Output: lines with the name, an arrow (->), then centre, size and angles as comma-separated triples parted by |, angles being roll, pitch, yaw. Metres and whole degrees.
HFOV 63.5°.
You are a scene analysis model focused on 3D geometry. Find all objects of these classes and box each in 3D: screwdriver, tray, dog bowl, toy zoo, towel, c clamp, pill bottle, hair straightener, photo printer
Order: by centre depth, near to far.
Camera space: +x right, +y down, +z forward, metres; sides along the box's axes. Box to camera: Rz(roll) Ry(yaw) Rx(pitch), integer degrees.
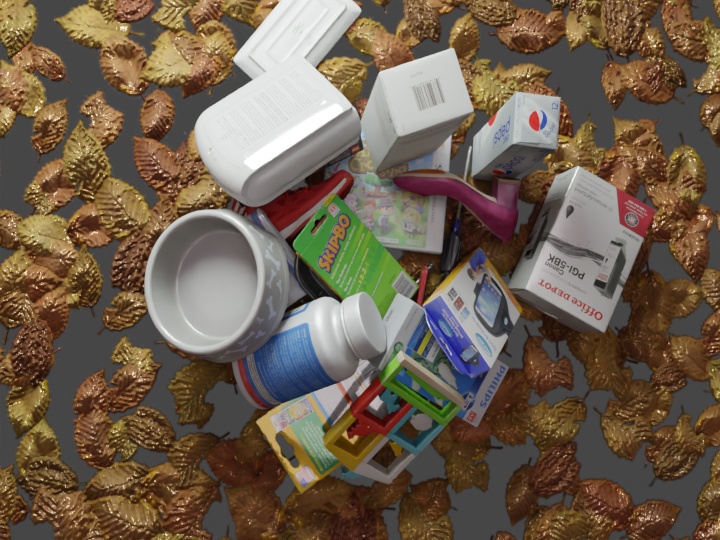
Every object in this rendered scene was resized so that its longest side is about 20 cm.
dog bowl -> -0.192, 0.016, 0.753 | 0.193, 0.059, 0.208 | -2, 83, 15
photo printer -> -0.118, -0.184, 0.773 | 0.197, 0.070, 0.167 | -36, 57, -11
pill bottle -> -0.067, 0.105, 0.788 | 0.195, 0.112, 0.116 | -22, 89, 20
toy zoo -> 0.037, 0.219, 0.805 | 0.130, 0.021, 0.201 | 36, 104, -25
towel -> -0.175, 0.023, 0.823 | 0.197, 0.024, 0.149 | -33, 113, 8
c clamp -> 0.000, 0.000, 0.853 | 0.199, 0.027, 0.173 | 41, 77, -26
hair straightener -> 0.110, 0.102, 0.878 | 0.074, 0.041, 0.208 | 11, 90, -4
tray -> -0.096, -0.366, 0.893 | 0.107, 0.022, 0.202 | 39, 85, -3
screwdriver -> 0.157, -0.094, 0.908 | 0.029, 0.028, 0.207 | 22, 78, -33

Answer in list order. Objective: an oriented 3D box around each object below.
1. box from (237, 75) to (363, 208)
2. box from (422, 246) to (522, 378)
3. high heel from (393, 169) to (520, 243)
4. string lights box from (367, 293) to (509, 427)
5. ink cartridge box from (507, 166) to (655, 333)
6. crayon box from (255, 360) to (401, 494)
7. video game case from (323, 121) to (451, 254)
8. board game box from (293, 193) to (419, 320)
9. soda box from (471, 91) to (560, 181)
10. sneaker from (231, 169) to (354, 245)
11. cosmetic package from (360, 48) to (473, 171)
box -> -0.109, -0.191, 0.843 | 0.195, 0.040, 0.139 | -26, 58, -5
box -> 0.161, 0.058, 0.824 | 0.041, 0.200, 0.121 | -34, 93, 35
high heel -> 0.142, -0.097, 0.872 | 0.192, 0.068, 0.099 | 3, 108, -6
string lights box -> 0.111, 0.131, 0.839 | 0.197, 0.059, 0.105 | 33, 87, -24
ink cartridge box -> 0.334, -0.028, 0.886 | 0.143, 0.083, 0.205 | 26, 85, -4
crayon box -> -0.041, 0.209, 0.859 | 0.197, 0.052, 0.128 | -35, 91, -6
video game case -> 0.039, -0.129, 0.895 | 0.192, 0.022, 0.189 | 6, 87, -5
board game box -> -0.006, -0.005, 0.819 | 0.096, 0.030, 0.200 | -51, 119, -14
soda box -> 0.213, -0.182, 0.823 | 0.061, 0.200, 0.071 | 5, 87, -4
sneaker -> -0.111, -0.107, 0.842 | 0.198, 0.078, 0.117 | -38, 89, 5
cosmetic package -> 0.068, -0.207, 0.790 | 0.104, 0.200, 0.088 | -20, 91, -8
